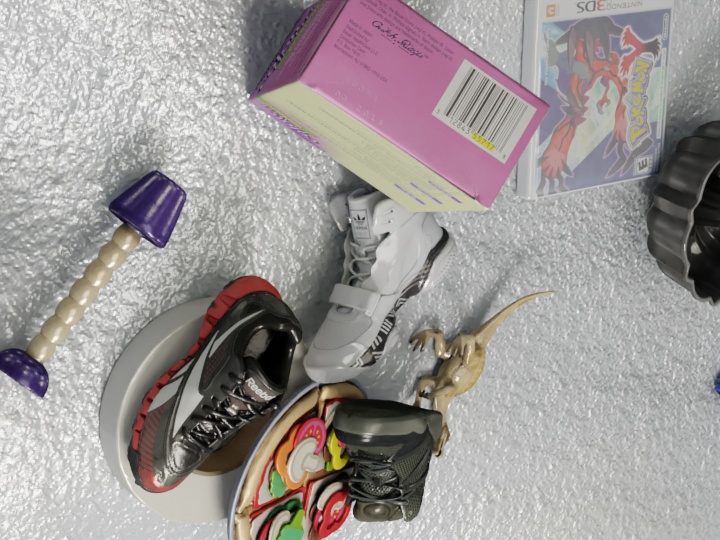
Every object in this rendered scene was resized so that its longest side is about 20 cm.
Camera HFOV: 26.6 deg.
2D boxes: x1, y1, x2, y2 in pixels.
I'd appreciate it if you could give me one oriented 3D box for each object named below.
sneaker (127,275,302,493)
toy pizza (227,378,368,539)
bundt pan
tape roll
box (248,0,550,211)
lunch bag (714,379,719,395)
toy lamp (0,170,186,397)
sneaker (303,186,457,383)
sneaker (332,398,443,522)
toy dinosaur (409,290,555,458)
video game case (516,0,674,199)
[{"bbox_3d":[-0.115,0.101,1.244,0.071,0.098,0.200,38,83,-39],"label":"sneaker"},{"bbox_3d":[-0.045,0.189,1.371,0.200,0.032,0.200,-37,140,-40],"label":"toy pizza"},{"bbox_3d":[0.369,-0.070,1.581,0.202,0.076,0.202,-24,127,-36],"label":"bundt pan"},{"bbox_3d":[-0.129,0.123,1.327,0.203,0.037,0.203,-12,112,-33],"label":"tape roll"},{"bbox_3d":[0.024,-0.133,1.209,0.176,0.200,0.097,33,83,-13],"label":"box"},{"bbox_3d":[0.505,0.129,1.765,0.151,0.094,0.200,-50,118,-8],"label":"lunch bag"},{"bbox_3d":[-0.211,0.008,1.215,0.200,0.058,0.058,-53,128,-6],"label":"toy lamp"},{"bbox_3d":[0.000,0.000,1.346,0.200,0.075,0.115,-49,126,-29],"label":"sneaker"},{"bbox_3d":[0.021,0.171,1.349,0.199,0.076,0.114,30,71,-74],"label":"sneaker"},{"bbox_3d":[0.099,0.083,1.478,0.101,0.058,0.200,25,99,-54],"label":"toy dinosaur"},{"bbox_3d":[0.232,-0.179,1.491,0.182,0.023,0.200,-12,113,-32],"label":"video game case"}]
